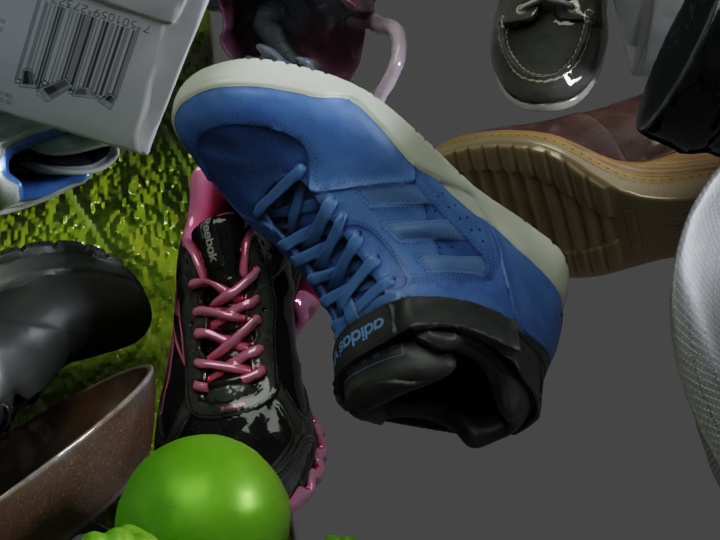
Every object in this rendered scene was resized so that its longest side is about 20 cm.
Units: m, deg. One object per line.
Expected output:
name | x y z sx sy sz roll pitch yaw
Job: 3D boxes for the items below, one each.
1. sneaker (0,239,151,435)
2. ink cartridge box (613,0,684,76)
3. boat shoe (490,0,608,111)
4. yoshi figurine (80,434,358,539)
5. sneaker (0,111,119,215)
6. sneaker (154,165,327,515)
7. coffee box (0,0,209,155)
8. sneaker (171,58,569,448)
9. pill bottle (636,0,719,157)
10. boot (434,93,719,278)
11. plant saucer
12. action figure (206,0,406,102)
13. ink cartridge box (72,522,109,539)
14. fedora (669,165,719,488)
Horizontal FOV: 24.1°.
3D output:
sneaker | -0.168 0.043 0.724 0.200 0.076 0.091 -9 62 -45
ink cartridge box | 0.221 -0.206 0.859 0.200 0.145 0.145 -12 74 2
boat shoe | 0.109 -0.167 0.951 0.067 0.057 0.200 0 41 16
yoshi figurine | -0.093 0.125 0.575 0.200 0.112 0.112 -27 36 -19
sneaker | -0.174 -0.100 0.951 0.146 0.081 0.200 29 47 24
sneaker | -0.058 0.025 0.747 0.079 0.095 0.200 -8 41 4
coffee box | -0.162 -0.217 0.867 0.200 0.200 0.198 18 37 -12
sneaker | 0.001 -0.001 0.708 0.077 0.200 0.111 -37 27 40
pill bottle | 0.220 -0.054 0.682 0.200 0.112 0.112 24 45 -2
boot | 0.147 -0.063 0.829 0.200 0.072 0.166 6 32 24
plant saucer | -0.158 0.104 0.663 0.200 0.035 0.200 -32 7 4
action figure | -0.011 -0.173 0.958 0.149 0.134 0.200 34 23 4
ink cartridge box | -0.099 0.155 0.649 0.200 0.039 0.099 17 49 32
fedora | 0.183 0.047 0.613 0.200 0.090 0.177 41 63 0
